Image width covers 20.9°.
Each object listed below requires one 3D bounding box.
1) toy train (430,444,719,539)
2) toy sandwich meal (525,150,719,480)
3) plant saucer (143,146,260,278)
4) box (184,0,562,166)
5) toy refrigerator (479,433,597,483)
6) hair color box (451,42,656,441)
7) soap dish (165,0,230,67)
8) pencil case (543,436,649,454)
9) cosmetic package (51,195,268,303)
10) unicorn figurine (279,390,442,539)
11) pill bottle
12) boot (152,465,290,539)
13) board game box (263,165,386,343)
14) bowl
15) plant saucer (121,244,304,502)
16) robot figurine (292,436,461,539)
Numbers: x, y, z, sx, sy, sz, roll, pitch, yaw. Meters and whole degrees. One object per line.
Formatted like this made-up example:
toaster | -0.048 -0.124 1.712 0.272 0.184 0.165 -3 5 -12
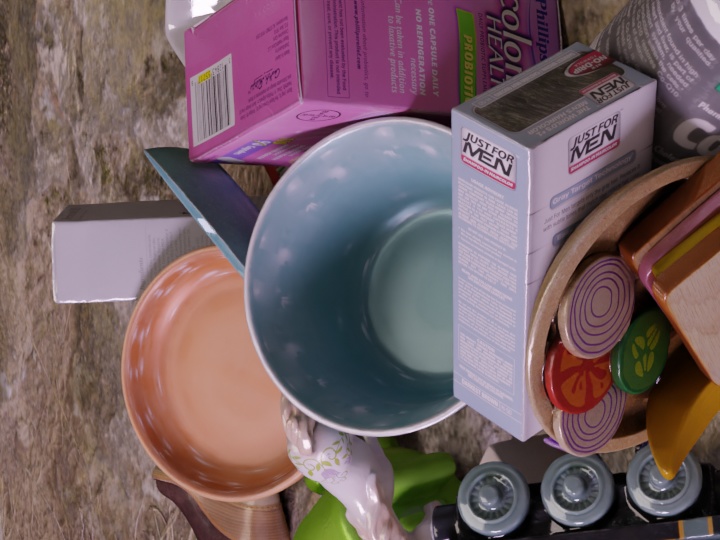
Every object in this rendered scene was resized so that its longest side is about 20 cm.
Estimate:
toy train | 0.140 0.172 1.188 0.085 0.200 0.114 46 -142 -64
toy sandwich meal | 0.181 0.025 1.072 0.070 0.205 0.205 39 129 44
plant saucer | -0.079 -0.019 1.402 0.200 0.036 0.200 50 176 5
box | 0.006 -0.131 1.321 0.176 0.200 0.097 -19 73 60
toy refrigerator | 0.148 0.203 1.272 0.200 0.076 0.070 59 143 36
hair color box | 0.105 -0.014 1.087 0.061 0.099 0.200 33 139 37
soap dish | -0.082 -0.202 1.500 0.200 0.081 0.158 -127 36 -47
pencil case | 0.148 0.013 1.222 0.084 0.085 0.200 10 104 49
cosmetic package | -0.149 -0.019 1.608 0.102 0.200 0.074 -100 9 -80
unicorn figurine | -0.001 0.130 1.335 0.074 0.200 0.138 -36 46 25
pill bottle | 0.204 -0.128 1.066 0.200 0.113 0.113 -49 54 54
boot | -0.131 0.261 1.781 0.200 0.072 0.167 6 99 57
board game box | 0.000 0.000 1.439 0.200 0.046 0.152 64 -174 32
bowl | 0.036 0.009 1.260 0.201 0.105 0.201 -4 80 27
plant saucer | -0.095 0.079 1.527 0.200 0.037 0.201 1 91 27
robot figurine | 0.014 0.209 1.470 0.176 0.116 0.200 63 146 22
